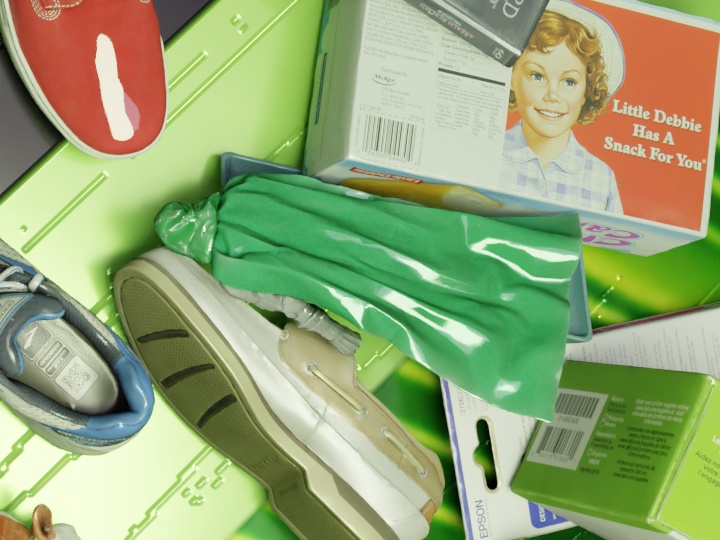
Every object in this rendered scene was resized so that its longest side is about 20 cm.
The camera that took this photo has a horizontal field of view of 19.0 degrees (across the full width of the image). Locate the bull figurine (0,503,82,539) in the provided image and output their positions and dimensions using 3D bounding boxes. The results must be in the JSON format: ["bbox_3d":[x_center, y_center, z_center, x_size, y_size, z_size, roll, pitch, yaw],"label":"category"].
[{"bbox_3d":[-0.216,0.131,0.973,0.200,0.065,0.122,32,47,-10],"label":"bull figurine"}]

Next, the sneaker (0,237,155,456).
[{"bbox_3d":[-0.172,0.015,0.986,0.200,0.085,0.077,33,79,-16],"label":"sneaker"}]

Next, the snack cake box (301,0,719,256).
[{"bbox_3d":[0.079,-0.085,1.080,0.199,0.067,0.115,12,77,-19],"label":"snack cake box"}]

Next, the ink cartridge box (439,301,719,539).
[{"bbox_3d":[0.133,0.078,1.125,0.199,0.037,0.095,-11,95,-22],"label":"ink cartridge box"}]

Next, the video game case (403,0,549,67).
[{"bbox_3d":[0.017,-0.203,1.043,0.200,0.019,0.143,33,56,-7],"label":"video game case"}]

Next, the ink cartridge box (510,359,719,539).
[{"bbox_3d":[0.196,0.122,1.055,0.200,0.148,0.076,28,81,-20],"label":"ink cartridge box"}]

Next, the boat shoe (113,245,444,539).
[{"bbox_3d":[-0.038,0.060,1.048,0.200,0.075,0.068,51,59,-13],"label":"boat shoe"}]

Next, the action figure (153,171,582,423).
[{"bbox_3d":[0.000,0.000,1.014,0.199,0.055,0.118,16,53,-7],"label":"action figure"}]

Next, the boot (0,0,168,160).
[{"bbox_3d":[-0.122,-0.148,0.973,0.072,0.144,0.201,-18,98,-21],"label":"boot"}]

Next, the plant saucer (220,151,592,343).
[{"bbox_3d":[0.022,-0.007,1.078,0.199,0.019,0.070,11,53,-19],"label":"plant saucer"}]
